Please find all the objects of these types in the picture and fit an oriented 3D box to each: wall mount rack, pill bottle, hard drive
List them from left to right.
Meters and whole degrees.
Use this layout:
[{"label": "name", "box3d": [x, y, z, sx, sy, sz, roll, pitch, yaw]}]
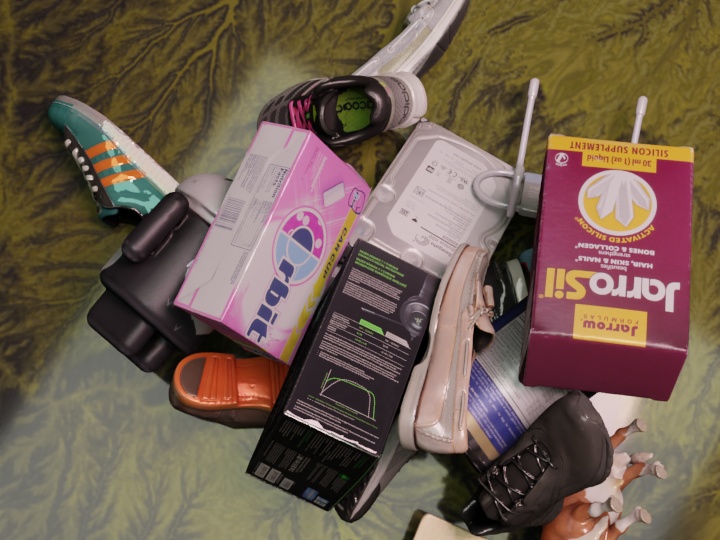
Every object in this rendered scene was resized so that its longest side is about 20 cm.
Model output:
[{"label": "hard drive", "box3d": [0.078, -0.055, 1.129, 0.139, 0.038, 0.201, 30, 55, 5]}, {"label": "pill bottle", "box3d": [0.160, 0.090, 1.037, 0.199, 0.112, 0.112, -36, 82, -2]}, {"label": "wall mount rack", "box3d": [0.219, -0.110, 1.122, 0.198, 0.075, 0.175, 11, 42, 6]}]

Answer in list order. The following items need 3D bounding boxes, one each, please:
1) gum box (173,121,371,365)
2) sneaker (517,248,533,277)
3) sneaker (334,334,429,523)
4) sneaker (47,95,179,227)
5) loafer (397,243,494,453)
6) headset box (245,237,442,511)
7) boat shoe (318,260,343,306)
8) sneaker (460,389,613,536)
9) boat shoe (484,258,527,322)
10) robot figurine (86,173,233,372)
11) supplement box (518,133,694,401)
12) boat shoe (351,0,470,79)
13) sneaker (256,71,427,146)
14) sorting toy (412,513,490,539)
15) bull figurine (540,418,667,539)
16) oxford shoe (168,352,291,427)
[{"label": "gum box", "box3d": [-0.076, -0.029, 1.028, 0.066, 0.113, 0.202, 16, 76, 37]}, {"label": "sneaker", "box3d": [0.207, 0.011, 1.149, 0.094, 0.079, 0.202, 10, 70, 6]}, {"label": "sneaker", "box3d": [0.040, 0.167, 1.113, 0.079, 0.074, 0.201, 35, 85, -30]}, {"label": "sneaker", "box3d": [-0.260, -0.098, 1.155, 0.200, 0.071, 0.080, 41, 77, 5]}, {"label": "loafer", "box3d": [0.090, 0.070, 0.976, 0.062, 0.072, 0.202, 10, 62, 21]}, {"label": "headset box", "box3d": [-0.015, 0.094, 1.027, 0.092, 0.174, 0.201, 25, 58, -4]}, {"label": "boat shoe", "box3d": [0.000, 0.000, 1.146, 0.198, 0.072, 0.068, -2, 49, -11]}, {"label": "sneaker", "box3d": [0.150, 0.179, 0.963, 0.090, 0.201, 0.076, -15, 56, -30]}, {"label": "boat shoe", "box3d": [0.152, 0.091, 1.128, 0.060, 0.074, 0.202, -11, 84, 4]}, {"label": "robot figurine", "box3d": [-0.171, 0.001, 1.086, 0.125, 0.150, 0.200, 42, 79, -8]}, {"label": "supplement box", "box3d": [0.211, -0.004, 0.954, 0.129, 0.104, 0.202, 6, 61, 7]}, {"label": "boat shoe", "box3d": [0.045, -0.236, 1.187, 0.065, 0.074, 0.202, 39, 90, 6]}, {"label": "sneaker", "box3d": [-0.035, -0.161, 1.128, 0.198, 0.087, 0.075, -5, 98, 32]}, {"label": "sorting toy", "box3d": [0.113, 0.368, 1.079, 0.197, 0.070, 0.202, 23, 81, 3]}, {"label": "bull figurine", "box3d": [0.220, 0.228, 1.049, 0.065, 0.121, 0.201, 42, 40, -10]}, {"label": "oxford shoe", "box3d": [-0.096, 0.125, 1.127, 0.198, 0.073, 0.072, 11, 60, -16]}]
